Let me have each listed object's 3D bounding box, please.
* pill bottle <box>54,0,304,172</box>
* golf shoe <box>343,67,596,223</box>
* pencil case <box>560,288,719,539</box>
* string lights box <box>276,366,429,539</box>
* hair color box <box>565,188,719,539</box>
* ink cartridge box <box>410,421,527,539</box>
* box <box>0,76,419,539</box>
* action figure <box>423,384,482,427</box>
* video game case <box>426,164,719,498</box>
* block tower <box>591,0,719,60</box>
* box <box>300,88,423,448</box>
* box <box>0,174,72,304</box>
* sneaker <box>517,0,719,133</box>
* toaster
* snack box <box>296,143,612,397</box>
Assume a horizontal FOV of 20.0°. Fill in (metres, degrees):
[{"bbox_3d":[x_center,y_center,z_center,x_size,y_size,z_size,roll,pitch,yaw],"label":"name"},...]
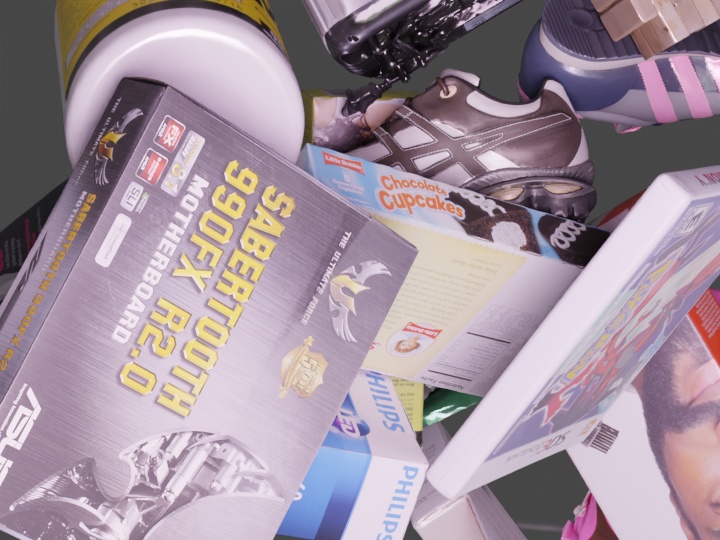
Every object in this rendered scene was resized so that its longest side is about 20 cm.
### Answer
[{"bbox_3d":[-0.096,-0.109,1.023,0.113,0.200,0.115,-5,120,-9],"label":"pill bottle"},{"bbox_3d":[0.027,-0.059,1.098,0.198,0.078,0.095,-3,79,-14],"label":"golf shoe"},{"bbox_3d":[0.196,0.103,1.271,0.093,0.091,0.201,23,114,16],"label":"pencil case"},{"bbox_3d":[-0.074,0.079,1.045,0.199,0.103,0.059,12,114,-18],"label":"string lights box"},{"bbox_3d":[0.168,0.069,1.190,0.111,0.064,0.201,-31,92,25],"label":"hair color box"},{"bbox_3d":[0.097,0.208,1.252,0.043,0.174,0.200,-32,120,7],"label":"ink cartridge box"},{"bbox_3d":[-0.083,0.039,0.913,0.158,0.048,0.201,33,82,-33],"label":"box"},{"bbox_3d":[-0.006,0.082,1.231,0.199,0.055,0.118,-35,112,7],"label":"action figure"},{"bbox_3d":[0.134,0.027,1.059,0.023,0.182,0.200,43,113,18],"label":"video game case"},{"bbox_3d":[0.220,-0.182,1.099,0.199,0.058,0.054,-30,92,-11],"label":"block tower"},{"bbox_3d":[0.000,0.000,1.156,0.075,0.050,0.202,-1,101,-12],"label":"box"},{"bbox_3d":[-0.146,0.025,1.131,0.200,0.122,0.106,-37,120,10],"label":"box"},{"bbox_3d":[0.182,-0.113,1.168,0.198,0.071,0.082,5,142,-17],"label":"sneaker"},{"bbox_3d":[0.039,-0.180,1.012,0.199,0.181,0.119,-30,85,6],"label":"toaster"},{"bbox_3d":[0.027,0.006,1.060,0.199,0.037,0.116,15,135,-32],"label":"snack box"}]
